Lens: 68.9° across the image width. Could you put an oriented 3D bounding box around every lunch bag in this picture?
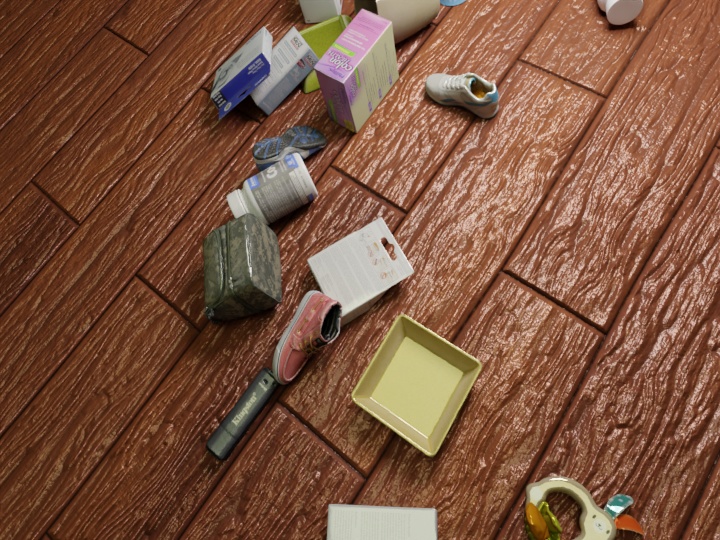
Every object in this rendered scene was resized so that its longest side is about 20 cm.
[{"bbox_3d":[-0.274,0.002,1.164,0.163,0.139,0.207,-21,63,19],"label":"lunch bag"}]

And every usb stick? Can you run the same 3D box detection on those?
[{"bbox_3d":[-0.240,0.294,1.083,0.055,0.033,0.202,32,76,22],"label":"usb stick"}]

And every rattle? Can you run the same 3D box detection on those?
[{"bbox_3d":[0.370,0.400,0.860,0.192,0.146,0.133,2,48,18],"label":"rattle"}]

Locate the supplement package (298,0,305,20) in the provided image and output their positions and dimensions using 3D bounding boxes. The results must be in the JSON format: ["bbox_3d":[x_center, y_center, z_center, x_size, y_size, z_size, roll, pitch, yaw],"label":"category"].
[{"bbox_3d":[-0.109,-0.827,1.492,0.105,0.114,0.208,1,68,12],"label":"supplement package"}]

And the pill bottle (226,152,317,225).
[{"bbox_3d":[-0.207,-0.179,1.234,0.195,0.114,0.116,-29,64,-3],"label":"pill bottle"}]

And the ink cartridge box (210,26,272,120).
[{"bbox_3d":[-0.312,-0.518,1.372,0.196,0.040,0.205,-31,44,23],"label":"ink cartridge box"}]

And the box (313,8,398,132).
[{"bbox_3d":[-0.004,-0.486,1.290,0.095,0.177,0.203,30,76,21],"label":"box"}]

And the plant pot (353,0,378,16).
[{"bbox_3d":[0.102,-0.689,1.368,0.193,0.189,0.192,-17,63,-12],"label":"plant pot"}]

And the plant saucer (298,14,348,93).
[{"bbox_3d":[-0.092,-0.606,1.430,0.193,0.048,0.206,-20,65,2],"label":"plant saucer"}]

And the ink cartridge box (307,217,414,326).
[{"bbox_3d":[0.000,0.000,1.155,0.195,0.050,0.164,-29,65,-5],"label":"ink cartridge box"}]

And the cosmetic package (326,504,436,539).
[{"bbox_3d":[0.040,0.473,0.928,0.191,0.072,0.105,-1,66,11],"label":"cosmetic package"}]

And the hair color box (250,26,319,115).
[{"bbox_3d":[-0.210,-0.523,1.381,0.199,0.060,0.100,-42,64,12],"label":"hair color box"}]

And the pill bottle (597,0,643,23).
[{"bbox_3d":[0.637,-0.716,1.295,0.107,0.113,0.208,-2,67,10],"label":"pill bottle"}]

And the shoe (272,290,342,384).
[{"bbox_3d":[-0.107,0.144,1.073,0.089,0.071,0.206,14,76,47],"label":"shoe"}]

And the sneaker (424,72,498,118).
[{"bbox_3d":[0.246,-0.444,1.275,0.195,0.081,0.078,25,75,21],"label":"sneaker"}]

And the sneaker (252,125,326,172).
[{"bbox_3d":[-0.175,-0.298,1.305,0.194,0.078,0.077,-20,60,-18],"label":"sneaker"}]

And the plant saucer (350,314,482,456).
[{"bbox_3d":[0.110,0.223,1.034,0.196,0.049,0.203,29,76,21],"label":"plant saucer"}]
